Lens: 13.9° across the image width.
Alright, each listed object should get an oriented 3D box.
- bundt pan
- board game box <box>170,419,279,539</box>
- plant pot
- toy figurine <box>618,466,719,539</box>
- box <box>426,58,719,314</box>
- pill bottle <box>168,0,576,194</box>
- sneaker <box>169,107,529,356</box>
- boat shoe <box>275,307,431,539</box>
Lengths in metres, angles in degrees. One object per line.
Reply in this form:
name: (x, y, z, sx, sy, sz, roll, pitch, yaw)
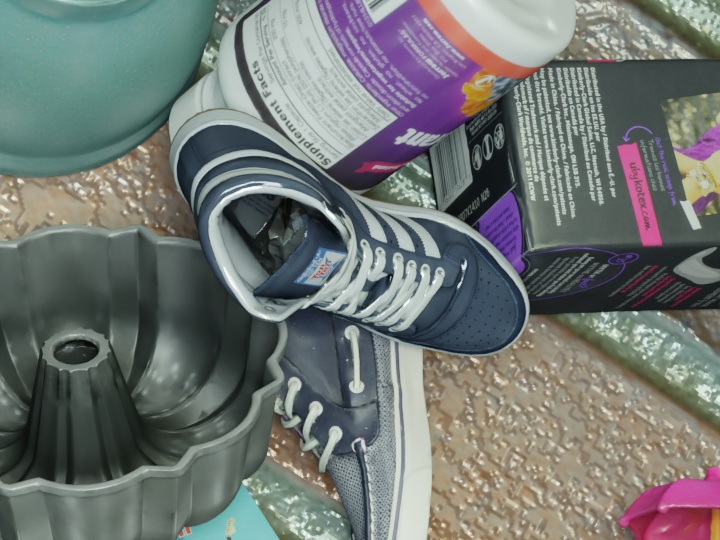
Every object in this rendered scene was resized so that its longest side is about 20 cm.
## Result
bundt pan: (-0.133, 0.066, 1.399, 0.201, 0.076, 0.202, 0, 37, 0)
board game box: (-0.094, 0.181, 1.392, 0.151, 0.047, 0.200, -21, 59, -24)
plant pot: (-0.156, -0.163, 1.475, 0.200, 0.134, 0.201, 6, 71, -17)
toy figurine: (0.166, 0.192, 1.489, 0.184, 0.150, 0.200, -43, 112, -35)
box: (0.150, -0.043, 1.549, 0.199, 0.122, 0.106, -1, 73, -20)
pill bottle: (0.000, -0.104, 1.467, 0.111, 0.200, 0.112, 33, 38, -31)
sneaker: (0.000, 0.000, 1.404, 0.200, 0.109, 0.070, 29, 104, -18)
boat shoe: (-0.017, 0.073, 1.487, 0.092, 0.075, 0.200, 4, 63, -11)
